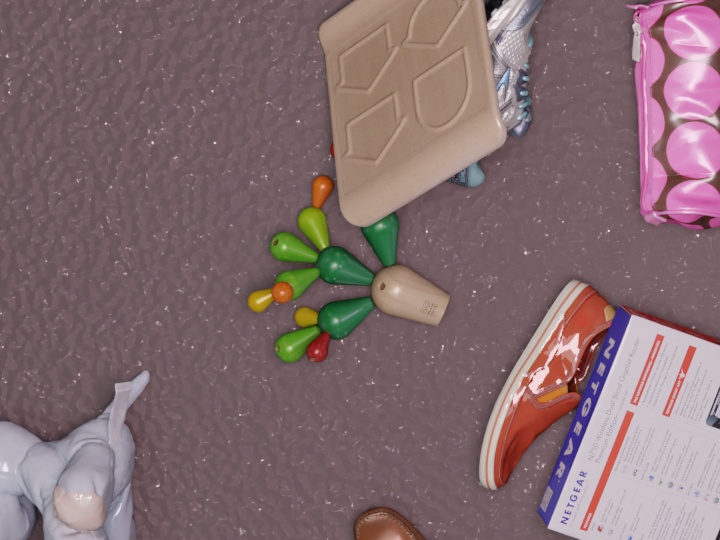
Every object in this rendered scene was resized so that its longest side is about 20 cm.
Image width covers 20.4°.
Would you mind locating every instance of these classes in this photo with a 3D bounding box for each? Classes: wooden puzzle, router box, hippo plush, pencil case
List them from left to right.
[{"bbox_3d":[-0.289,0.190,1.776,0.161,0.159,0.200,5,95,8],"label":"hippo plush"},{"bbox_3d":[0.048,-0.157,1.698,0.185,0.046,0.200,-31,58,38],"label":"wooden puzzle"},{"bbox_3d":[0.272,0.152,1.716,0.179,0.049,0.200,20,97,-9],"label":"router box"},{"bbox_3d":[0.275,-0.134,1.702,0.094,0.091,0.200,-4,92,-26],"label":"pencil case"}]

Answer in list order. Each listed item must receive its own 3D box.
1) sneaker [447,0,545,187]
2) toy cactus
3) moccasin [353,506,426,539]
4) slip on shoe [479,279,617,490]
[{"bbox_3d":[0.118,-0.163,1.740,0.086,0.078,0.200,30,105,-6],"label":"sneaker"},{"bbox_3d":[0.000,0.000,1.759,0.165,0.102,0.200,23,87,-3],"label":"toy cactus"},{"bbox_3d":[0.044,0.307,1.772,0.074,0.078,0.202,-16,91,10],"label":"moccasin"},{"bbox_3d":[0.162,0.106,1.742,0.061,0.074,0.200,30,93,16],"label":"slip on shoe"}]
